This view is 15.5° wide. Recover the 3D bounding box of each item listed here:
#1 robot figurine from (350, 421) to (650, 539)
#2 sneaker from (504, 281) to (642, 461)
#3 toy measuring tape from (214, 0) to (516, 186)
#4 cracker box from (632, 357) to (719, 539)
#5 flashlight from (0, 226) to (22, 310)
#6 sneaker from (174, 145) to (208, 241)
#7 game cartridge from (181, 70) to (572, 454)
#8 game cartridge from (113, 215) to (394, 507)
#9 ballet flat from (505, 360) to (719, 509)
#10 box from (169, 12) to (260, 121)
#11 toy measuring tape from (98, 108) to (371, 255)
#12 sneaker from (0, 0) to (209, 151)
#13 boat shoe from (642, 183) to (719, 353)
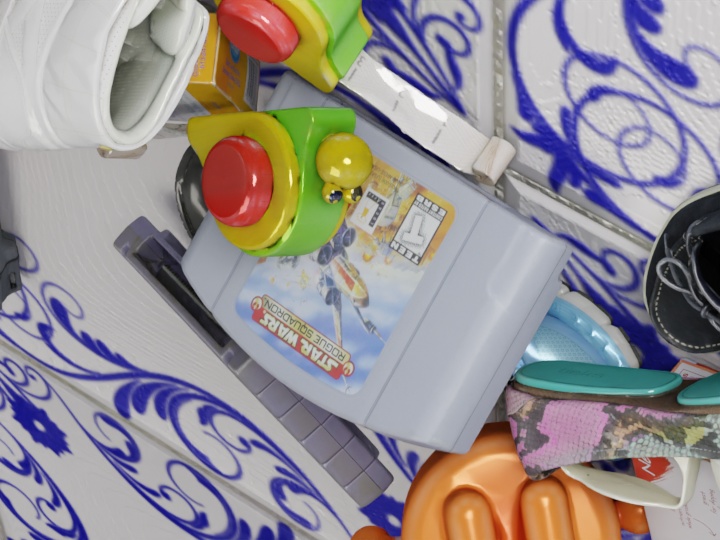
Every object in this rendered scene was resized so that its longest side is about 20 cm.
[{"bbox_3d":[0.076,0.138,1.400,0.117,0.144,0.200,41,-178,1],"label":"robot figurine"},{"bbox_3d":[0.057,0.039,1.353,0.200,0.090,0.078,36,152,12],"label":"sneaker"},{"bbox_3d":[-0.004,-0.112,1.252,0.200,0.074,0.074,36,153,-6],"label":"toy measuring tape"},{"bbox_3d":[0.233,0.135,1.295,0.200,0.058,0.134,22,146,35],"label":"cracker box"},{"bbox_3d":[-0.262,-0.041,1.682,0.068,0.068,0.200,32,150,17],"label":"flashlight"},{"bbox_3d":[-0.015,-0.002,1.415,0.088,0.074,0.200,3,143,51],"label":"sneaker"},{"bbox_3d":[0.000,0.000,1.301,0.200,0.133,0.042,34,-176,37],"label":"game cartridge"},{"bbox_3d":[-0.060,0.049,1.500,0.130,0.038,0.200,44,178,-33],"label":"game cartridge"},{"bbox_3d":[0.155,0.077,1.242,0.200,0.069,0.071,-3,102,40],"label":"ballet flat"},{"bbox_3d":[-0.158,-0.107,1.338,0.200,0.042,0.119,6,174,8],"label":"box"},{"bbox_3d":[-0.063,-0.041,1.293,0.200,0.074,0.074,-1,130,50],"label":"toy measuring tape"},{"bbox_3d":[-0.106,-0.148,1.218,0.115,0.200,0.074,8,174,46],"label":"sneaker"},{"bbox_3d":[0.171,0.000,1.179,0.075,0.062,0.200,41,155,-3],"label":"boat shoe"}]
